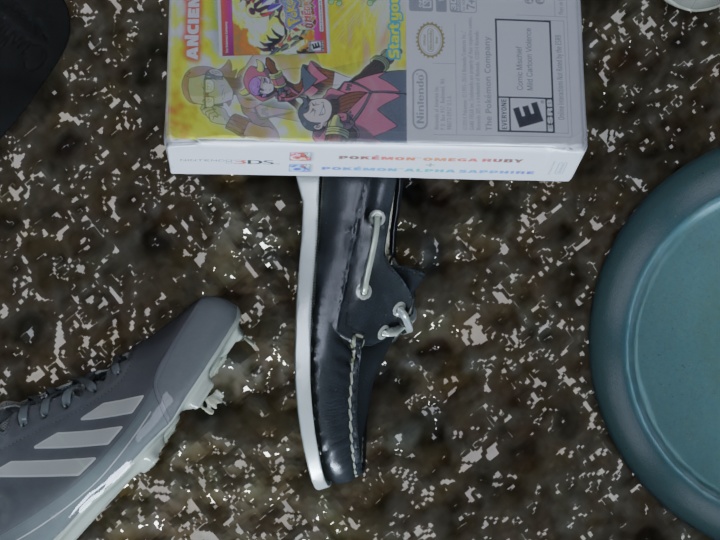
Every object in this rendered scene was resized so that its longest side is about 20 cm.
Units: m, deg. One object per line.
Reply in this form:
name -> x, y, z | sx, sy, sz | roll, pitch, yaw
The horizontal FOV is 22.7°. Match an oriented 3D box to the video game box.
video game box -> 0.005, -0.139, 0.803 | 0.180, 0.047, 0.202 | 2, 72, -5

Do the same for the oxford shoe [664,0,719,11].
oxford shoe -> 0.169, -0.223, 0.834 | 0.074, 0.058, 0.202 | 6, 91, -1

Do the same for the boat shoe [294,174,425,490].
boat shoe -> 0.000, 0.000, 0.825 | 0.060, 0.076, 0.202 | -1, 93, 2

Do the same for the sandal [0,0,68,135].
sandal -> -0.198, -0.048, 0.806 | 0.075, 0.045, 0.201 | 36, 89, -42

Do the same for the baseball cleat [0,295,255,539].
baseball cleat -> -0.144, 0.073, 0.823 | 0.106, 0.070, 0.200 | 40, 89, -5

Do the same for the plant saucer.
plant saucer -> 0.201, 0.037, 0.827 | 0.198, 0.027, 0.202 | 1, 94, 18
